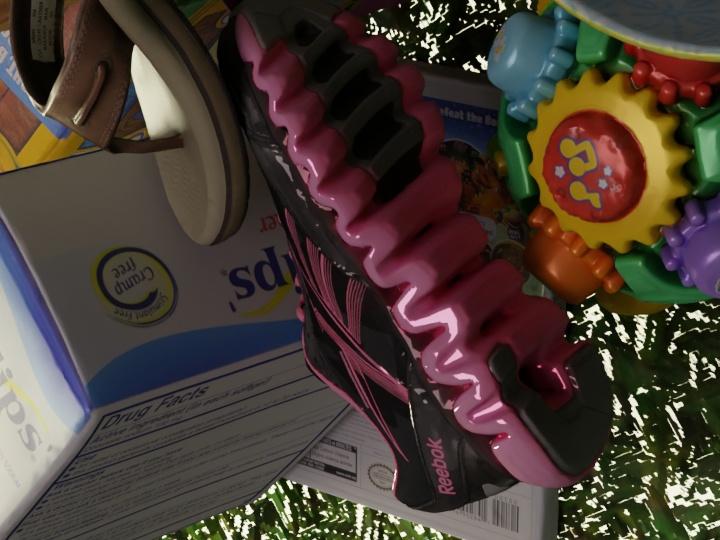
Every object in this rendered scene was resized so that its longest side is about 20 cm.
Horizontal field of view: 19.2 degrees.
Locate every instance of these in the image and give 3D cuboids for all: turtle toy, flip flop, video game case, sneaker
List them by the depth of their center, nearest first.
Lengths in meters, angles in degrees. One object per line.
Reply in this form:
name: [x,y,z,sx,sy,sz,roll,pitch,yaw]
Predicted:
flip flop: [-0.091,-0.083,0.698,0.081,0.057,0.200,53,172,41]
turtle toy: [0.122,-0.048,0.734,0.200,0.101,0.146,-4,104,39]
sneaker: [0.000,0.000,0.745,0.095,0.079,0.200,-32,88,43]
video game case: [0.022,0.011,0.891,0.143,0.018,0.201,15,115,34]

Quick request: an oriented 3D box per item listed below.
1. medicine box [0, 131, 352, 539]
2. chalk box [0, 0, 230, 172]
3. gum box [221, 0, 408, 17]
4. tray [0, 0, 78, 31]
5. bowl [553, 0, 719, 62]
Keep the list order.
medicine box: [-0.092,0.037,0.857,0.103,0.182,0.200,59,138,16]
chalk box: [-0.123,-0.107,0.892,0.125,0.124,0.200,52,129,10]
gum box: [-0.046,-0.190,0.808,0.200,0.113,0.066,53,130,11]
tray: [-0.076,-0.165,0.739,0.200,0.037,0.099,-22,89,36]
bowl: [0.137,-0.161,0.666,0.200,0.108,0.201,0,90,32]
